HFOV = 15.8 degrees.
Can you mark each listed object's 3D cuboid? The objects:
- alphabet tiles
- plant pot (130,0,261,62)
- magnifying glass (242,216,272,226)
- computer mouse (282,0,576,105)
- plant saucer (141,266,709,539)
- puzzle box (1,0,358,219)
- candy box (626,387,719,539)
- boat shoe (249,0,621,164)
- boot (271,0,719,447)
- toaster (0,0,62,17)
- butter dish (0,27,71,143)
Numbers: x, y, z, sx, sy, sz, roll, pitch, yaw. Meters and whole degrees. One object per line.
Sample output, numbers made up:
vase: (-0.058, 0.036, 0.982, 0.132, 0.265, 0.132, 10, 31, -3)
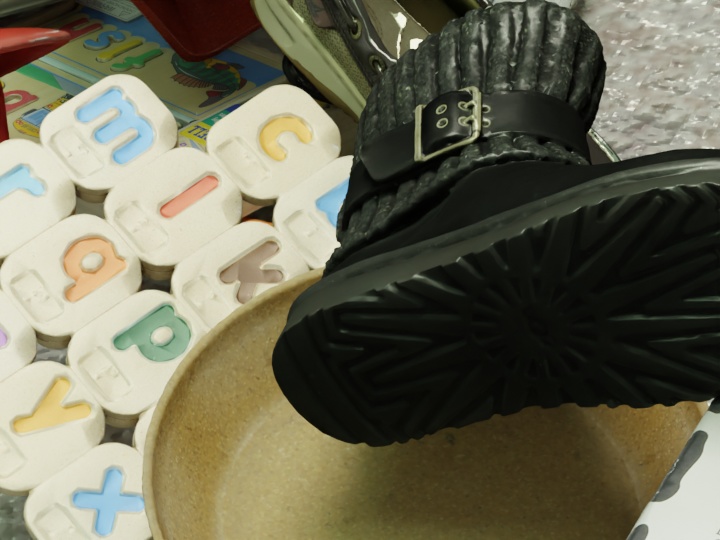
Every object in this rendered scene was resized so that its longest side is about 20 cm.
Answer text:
alphabet tiles: (-0.063, 0.020, 0.957, 0.195, 0.015, 0.200, -36, 72, -23)
plant pot: (-0.058, -0.241, 1.071, 0.199, 0.200, 0.177, -32, 63, 6)
magnifying glass: (0.000, 0.000, 1.032, 0.199, 0.022, 0.080, 12, 45, 31)
computer mouse: (0.051, -0.119, 1.114, 0.109, 0.044, 0.200, 32, 46, -1)
plant saucer: (0.025, 0.077, 0.890, 0.199, 0.036, 0.201, 0, 47, 0)
puzzle box: (-0.104, -0.068, 1.123, 0.133, 0.026, 0.200, -30, 37, -32)
candy box: (0.150, 0.132, 0.760, 0.167, 0.072, 0.200, 20, 49, 23)
boat shoe: (0.036, -0.073, 0.997, 0.200, 0.065, 0.073, 41, 52, 15)
boot: (0.074, -0.030, 0.867, 0.210, 0.080, 0.158, -11, 33, 27)
toaster: (-0.198, -0.171, 1.215, 0.129, 0.114, 0.200, -18, 21, 2)
butter dish: (-0.222, -0.004, 1.018, 0.199, 0.148, 0.200, -16, 0, -44)
